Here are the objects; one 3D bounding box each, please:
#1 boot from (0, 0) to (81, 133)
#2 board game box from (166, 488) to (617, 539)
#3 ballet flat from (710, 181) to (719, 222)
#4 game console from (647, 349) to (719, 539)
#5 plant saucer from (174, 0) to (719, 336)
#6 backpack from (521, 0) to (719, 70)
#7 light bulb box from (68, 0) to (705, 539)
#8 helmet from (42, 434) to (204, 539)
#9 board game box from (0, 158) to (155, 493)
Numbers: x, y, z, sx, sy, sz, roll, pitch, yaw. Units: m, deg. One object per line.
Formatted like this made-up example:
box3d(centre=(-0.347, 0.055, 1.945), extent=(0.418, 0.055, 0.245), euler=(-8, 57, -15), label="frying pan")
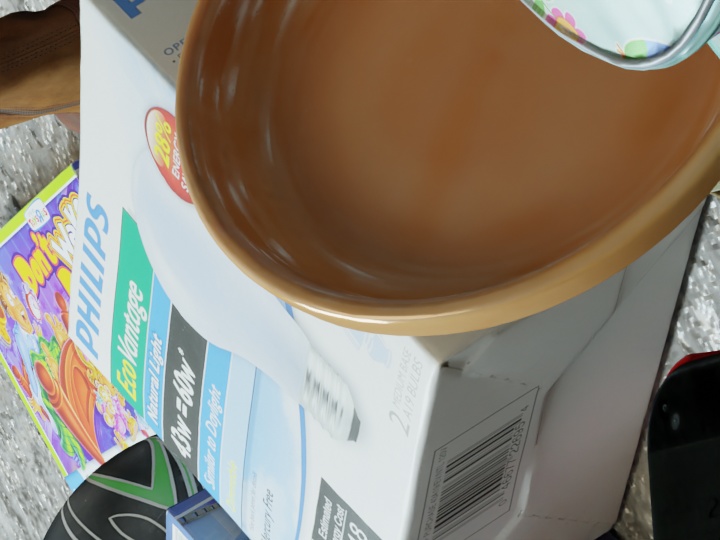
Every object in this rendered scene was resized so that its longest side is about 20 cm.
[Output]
box3d(centre=(-0.150, -0.063, 1.147), extent=(0.188, 0.200, 0.069), euler=(-16, 101, 62), label="boot")
box3d(centre=(0.038, 0.133, 1.078), extent=(0.200, 0.135, 0.035), euler=(44, 147, 32), label="board game box")
box3d(centre=(0.117, -0.036, 0.854), extent=(0.200, 0.072, 0.068), euler=(33, 143, 43), label="ballet flat")
box3d(centre=(0.152, 0.101, 0.888), extent=(0.200, 0.031, 0.178), euler=(157, 111, -63), label="game console")
box3d(centre=(0.039, -0.067, 0.856), extent=(0.200, 0.200, 0.037), euler=(37, 174, 39), label="plant saucer")
box3d(centre=(0.108, -0.131, 0.704), extent=(0.200, 0.153, 0.176), euler=(43, 143, 19), label="backpack")
box3d(centre=(0.000, 0.000, 1.031), extent=(0.200, 0.125, 0.199), euler=(45, 148, 27), label="light bulb box")
box3d(centre=(-0.050, 0.161, 1.199), extent=(0.200, 0.200, 0.191), euler=(54, 162, 14), label="helmet")
box3d(centre=(-0.116, 0.026, 1.340), extent=(0.135, 0.045, 0.200), euler=(61, 153, 2), label="board game box")
